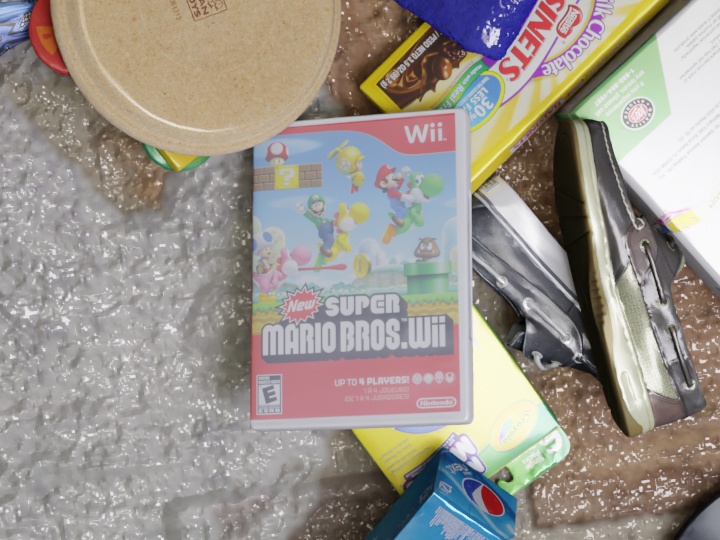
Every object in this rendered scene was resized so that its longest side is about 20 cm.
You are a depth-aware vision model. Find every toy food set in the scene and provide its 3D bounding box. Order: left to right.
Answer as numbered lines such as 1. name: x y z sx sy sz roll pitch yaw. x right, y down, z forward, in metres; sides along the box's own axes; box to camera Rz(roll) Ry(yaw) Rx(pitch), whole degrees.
1. toy food set: -0.107 -0.170 1.213 0.198 0.049 0.200 -41 105 -18

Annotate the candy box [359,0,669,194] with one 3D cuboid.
1. candy box: 0.105 -0.153 1.242 0.200 0.026 0.102 -45 78 1

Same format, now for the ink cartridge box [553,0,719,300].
1. ink cartridge box: 0.246 -0.077 1.244 0.145 0.084 0.200 -43 96 1

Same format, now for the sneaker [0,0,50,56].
1. sneaker: -0.273 -0.115 1.222 0.200 0.075 0.078 -31 107 7

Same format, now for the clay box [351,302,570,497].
1. clay box: 0.043 0.074 1.263 0.115 0.048 0.200 -37 95 2

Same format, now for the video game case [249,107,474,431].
1. video game case: 0.000 0.000 1.214 0.143 0.017 0.200 -3 78 15

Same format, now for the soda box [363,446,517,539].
1. soda box: 0.017 0.214 1.235 0.064 0.068 0.200 36 111 -7

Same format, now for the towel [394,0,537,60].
1. towel: 0.082 -0.249 1.203 0.148 0.050 0.200 37 108 20

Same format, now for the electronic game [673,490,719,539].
1. electronic game: 0.296 0.226 1.296 0.200 0.042 0.200 -1 103 -4

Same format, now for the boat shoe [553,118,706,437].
1. boat shoe: 0.168 0.000 1.191 0.066 0.072 0.201 -13 94 -7

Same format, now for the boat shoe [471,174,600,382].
1. boat shoe: 0.126 0.033 1.252 0.068 0.072 0.200 -41 94 -4
